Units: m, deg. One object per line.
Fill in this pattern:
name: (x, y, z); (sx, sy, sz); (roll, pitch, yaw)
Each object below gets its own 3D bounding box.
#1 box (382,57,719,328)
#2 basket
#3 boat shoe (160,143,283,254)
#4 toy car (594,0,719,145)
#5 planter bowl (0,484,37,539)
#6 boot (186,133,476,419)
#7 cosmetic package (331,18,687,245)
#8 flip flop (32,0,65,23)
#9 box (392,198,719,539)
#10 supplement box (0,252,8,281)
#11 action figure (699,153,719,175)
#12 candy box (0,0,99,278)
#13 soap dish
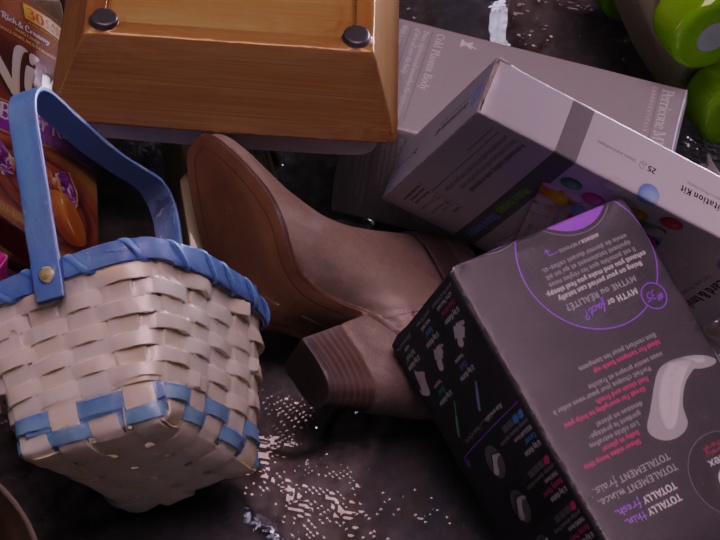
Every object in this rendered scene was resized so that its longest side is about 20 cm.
box: (0.130, -0.035, 1.562); (0.200, 0.156, 0.041); (26, 67, -11)
basket: (-0.133, 0.016, 1.478); (0.139, 0.176, 0.200); (-14, 65, 20)
boat shoe: (-0.081, -0.069, 1.656); (0.068, 0.075, 0.200); (0, 58, -12)
toy car: (0.254, -0.209, 1.743); (0.200, 0.158, 0.164); (-31, 50, -2)
planter bowl: (-0.273, 0.160, 1.345); (0.200, 0.200, 0.135); (-25, 29, -29)
boot: (0.000, 0.000, 1.582); (0.146, 0.070, 0.200); (-13, 70, -40)
cosmetic package: (0.091, -0.073, 1.676); (0.200, 0.090, 0.107); (11, 44, 5)
flip flop: (-0.281, -0.163, 1.709); (0.200, 0.081, 0.058); (-6, 34, -8)
box: (0.126, 0.083, 1.487); (0.122, 0.106, 0.200); (-22, 74, -27)
supplement box: (-0.304, 0.019, 1.511); (0.200, 0.101, 0.103); (24, 47, 11)
action figure: (0.284, -0.043, 1.689); (0.200, 0.069, 0.130); (7, 34, -12)
candy box: (-0.211, -0.081, 1.608); (0.117, 0.056, 0.200); (38, 31, -39)
soap dish: (-0.076, -0.147, 1.610); (0.200, 0.081, 0.157); (4, 45, -2)
